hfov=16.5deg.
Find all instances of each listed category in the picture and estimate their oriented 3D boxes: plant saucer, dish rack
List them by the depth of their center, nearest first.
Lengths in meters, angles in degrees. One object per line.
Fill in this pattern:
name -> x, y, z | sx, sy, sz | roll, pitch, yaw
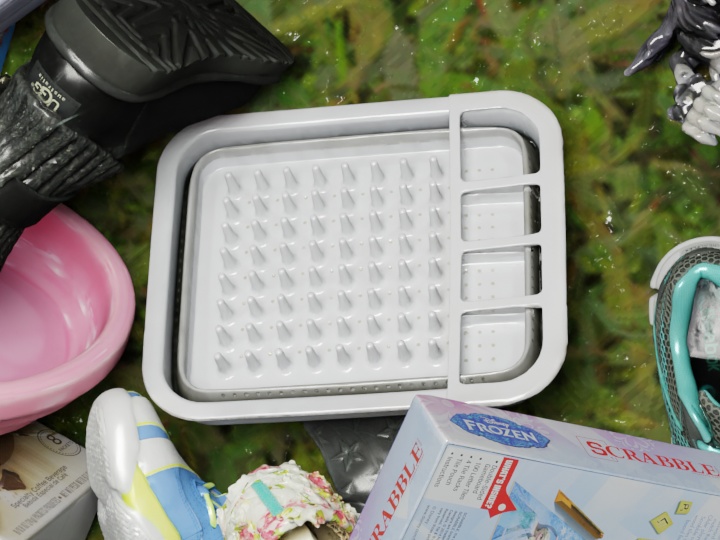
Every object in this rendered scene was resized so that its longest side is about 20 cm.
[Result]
plant saucer -> -0.210, 0.018, 1.182 | 0.200, 0.201, 0.051 | 23, 123, 10
dish rack -> 0.000, 0.000, 1.186 | 0.200, 0.044, 0.172 | -4, 60, 8

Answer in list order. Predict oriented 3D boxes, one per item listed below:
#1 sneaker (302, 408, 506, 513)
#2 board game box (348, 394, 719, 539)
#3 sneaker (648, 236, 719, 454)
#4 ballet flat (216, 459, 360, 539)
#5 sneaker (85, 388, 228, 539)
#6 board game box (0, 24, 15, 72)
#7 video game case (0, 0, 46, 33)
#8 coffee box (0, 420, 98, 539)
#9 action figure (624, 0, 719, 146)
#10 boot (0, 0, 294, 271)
sneaker -> 0.032, 0.115, 1.186 | 0.104, 0.060, 0.200 | -21, 76, 5
board game box -> 0.077, 0.162, 1.088 | 0.199, 0.041, 0.200 | 13, 114, -27
sneaker -> 0.172, 0.080, 1.150 | 0.078, 0.091, 0.200 | -15, 83, 8
ballet flat -> 0.005, 0.172, 1.136 | 0.076, 0.064, 0.200 | -42, 111, -4
sneaker -> -0.060, 0.138, 1.180 | 0.105, 0.076, 0.200 | -20, 106, -14
board game box -> -0.265, -0.173, 1.250 | 0.200, 0.056, 0.196 | 15, 82, 10
video game case -> -0.156, -0.219, 1.153 | 0.019, 0.143, 0.200 | 8, 72, -32
coffee box -> -0.237, 0.095, 1.191 | 0.200, 0.113, 0.080 | 28, 113, 10
action figure -> 0.203, -0.094, 1.158 | 0.119, 0.102, 0.200 | -42, 83, 4
boot -> -0.131, -0.068, 1.172 | 0.079, 0.211, 0.158 | 46, 111, 12
